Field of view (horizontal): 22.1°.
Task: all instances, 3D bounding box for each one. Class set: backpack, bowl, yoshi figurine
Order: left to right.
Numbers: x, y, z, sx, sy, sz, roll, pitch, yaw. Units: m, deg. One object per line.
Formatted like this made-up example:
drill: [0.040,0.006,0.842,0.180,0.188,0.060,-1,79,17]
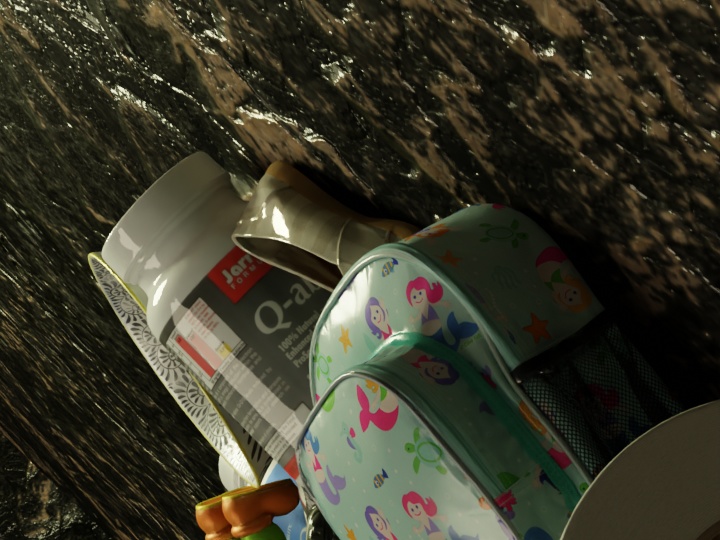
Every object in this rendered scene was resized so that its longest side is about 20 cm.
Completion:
bowl: [-0.097,0.044,1.297,0.201,0.094,0.201,50,167,15]
yoshi figurine: [-0.044,0.251,1.333,0.112,0.111,0.202,-5,-101,-70]
backpack: [0.058,0.077,0.899,0.201,0.150,0.178,59,147,16]

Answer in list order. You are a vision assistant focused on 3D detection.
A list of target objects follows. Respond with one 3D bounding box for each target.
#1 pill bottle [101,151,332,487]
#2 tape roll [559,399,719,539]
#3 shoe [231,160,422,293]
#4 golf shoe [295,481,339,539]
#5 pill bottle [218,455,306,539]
pill bottle: [-0.061,0.029,1.156,0.200,0.116,0.116,44,163,5]
tape roll: [0.167,0.148,0.723,0.203,0.203,0.037,42,163,14]
shoe: [0.000,0.000,1.048,0.200,0.053,0.070,31,158,42]
golf shoe: [-0.021,0.124,1.259,0.088,0.077,0.202,-133,37,-78]
pill bottle: [-0.018,0.182,1.412,0.200,0.112,0.113,30,157,43]
